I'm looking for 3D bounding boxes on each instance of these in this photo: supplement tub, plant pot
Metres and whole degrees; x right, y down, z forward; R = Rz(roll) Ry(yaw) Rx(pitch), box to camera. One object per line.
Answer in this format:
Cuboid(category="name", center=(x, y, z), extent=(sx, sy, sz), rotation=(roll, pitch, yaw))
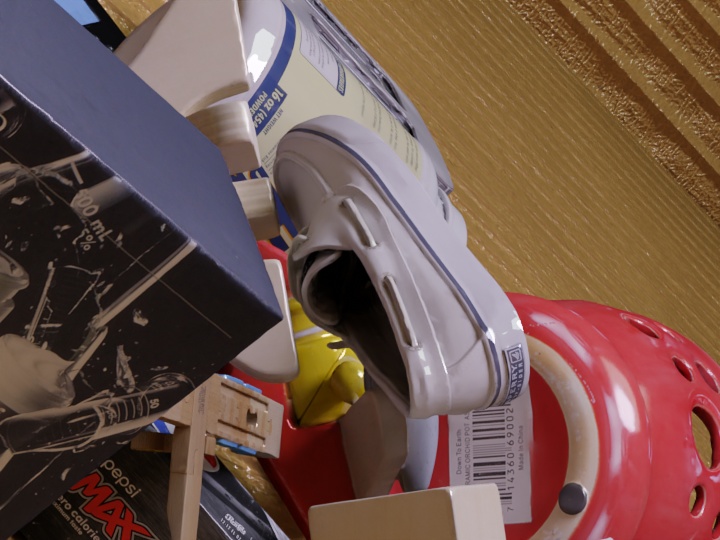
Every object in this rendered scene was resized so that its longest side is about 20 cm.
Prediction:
Cuboid(category="supplement tub", center=(-0.047, -0.052, 1.559), extent=(0.200, 0.145, 0.145), rotation=(44, 14, -29))
Cuboid(category="plant pot", center=(0.095, 0.110, 1.501), extent=(0.201, 0.200, 0.182), rotation=(57, 19, 25))

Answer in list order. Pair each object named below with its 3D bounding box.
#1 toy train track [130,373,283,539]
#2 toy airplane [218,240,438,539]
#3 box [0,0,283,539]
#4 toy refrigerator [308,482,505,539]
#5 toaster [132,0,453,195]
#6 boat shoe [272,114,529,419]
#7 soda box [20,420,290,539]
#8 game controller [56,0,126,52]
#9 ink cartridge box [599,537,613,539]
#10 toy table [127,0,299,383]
Cuboid(category="toy train track", center=(-0.067, 0.053, 1.083), extent=(0.200, 0.032, 0.115), rotation=(37, 58, -76))
Cuboid(category="toy airplane", center=(0.000, 0.083, 1.342), extent=(0.200, 0.141, 0.200), rotation=(42, -21, 49))
Cuboid(category="box", center=(-0.162, -0.011, 0.936), extent=(0.200, 0.182, 0.104), rotation=(41, 16, -39))
Cuboid(category="toy refrigerator", center=(0.029, 0.191, 1.133), extent=(0.076, 0.070, 0.201), rotation=(8, 74, -72))
Cuboid(category="toaster", center=(-0.042, -0.088, 1.725), extent=(0.200, 0.119, 0.181), rotation=(46, 10, -22))
Cuboid(category="boat shoe", center=(0.000, 0.000, 1.237), extent=(0.200, 0.065, 0.072), rotation=(53, -31, 40))
Cuboid(category="soda box", center=(-0.104, 0.085, 1.134), extent=(0.200, 0.071, 0.063), rotation=(50, 12, -9))
Cuboid(category="game controller", center=(-0.203, -0.180, 1.610), extent=(0.200, 0.042, 0.104), rotation=(51, 12, 3))
Cuboid(category="ink cartridge box", center=(0.096, 0.242, 1.224), extent=(0.200, 0.147, 0.145), rotation=(54, 13, 13))
Cuboid(category="toy table", center=(-0.099, -0.036, 1.228), extent=(0.184, 0.116, 0.201), rotation=(107, -28, -89))
